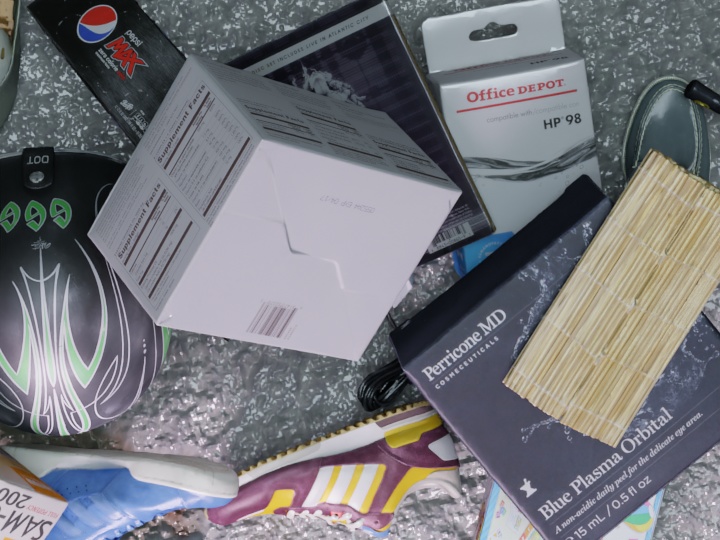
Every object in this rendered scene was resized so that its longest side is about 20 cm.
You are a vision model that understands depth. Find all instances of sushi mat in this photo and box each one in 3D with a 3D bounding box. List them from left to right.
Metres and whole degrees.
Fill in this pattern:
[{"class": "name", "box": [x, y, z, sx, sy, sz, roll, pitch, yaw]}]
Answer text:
[{"class": "sushi mat", "box": [0.191, 0.021, 1.589, 0.095, 0.012, 0.201, 31, 97, -11]}]

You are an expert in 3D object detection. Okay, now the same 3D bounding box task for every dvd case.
[{"class": "dvd case", "box": [-0.006, -0.090, 1.687, 0.148, 0.016, 0.201, -24, 100, 16]}]

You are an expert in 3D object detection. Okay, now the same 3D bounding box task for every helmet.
[{"class": "helmet", "box": [-0.227, 0.023, 1.666, 0.198, 0.200, 0.192, -4, 74, -4]}]

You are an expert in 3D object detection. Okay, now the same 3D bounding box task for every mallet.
[{"class": "mallet", "box": [0.343, -0.095, 1.738, 0.199, 0.066, 0.041, 27, 87, -14]}]

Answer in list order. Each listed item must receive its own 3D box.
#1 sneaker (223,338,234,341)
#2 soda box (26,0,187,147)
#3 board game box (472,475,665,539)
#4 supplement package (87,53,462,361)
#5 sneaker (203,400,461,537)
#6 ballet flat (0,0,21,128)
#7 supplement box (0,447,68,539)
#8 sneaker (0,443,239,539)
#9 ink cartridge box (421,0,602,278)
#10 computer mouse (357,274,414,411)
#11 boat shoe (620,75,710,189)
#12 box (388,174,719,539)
[{"class": "sneaker", "box": [-0.105, -0.052, 1.730, 0.086, 0.078, 0.201, -22, 97, -18]}, {"class": "soda box", "box": [-0.165, -0.145, 1.666, 0.071, 0.063, 0.200, -39, 55, -2]}, {"class": "board game box", "box": [0.147, 0.248, 1.762, 0.133, 0.034, 0.201, 15, 90, -4]}, {"class": "supplement package", "box": [-0.060, -0.040, 1.587, 0.199, 0.111, 0.156, 13, 117, -44]}, {"class": "sneaker", "box": [-0.019, 0.171, 1.730, 0.199, 0.075, 0.091, -22, 87, -2]}, {"class": "ballet flat", "box": [-0.289, -0.200, 1.710, 0.067, 0.064, 0.202, 7, 91, -4]}, {"class": "supplement box", "box": [-0.326, 0.134, 1.650, 0.199, 0.126, 0.074, 35, 88, 20]}, {"class": "sneaker", "box": [-0.187, 0.193, 1.701, 0.198, 0.077, 0.112, 3, 89, 15]}, {"class": "ink cartridge box", "box": [0.117, -0.098, 1.716, 0.115, 0.067, 0.202, -11, 104, -4]}, {"class": "computer mouse", "box": [0.000, 0.000, 1.743, 0.109, 0.044, 0.201, -32, 93, -2]}, {"class": "boat shoe", "box": [0.238, -0.051, 1.748, 0.072, 0.062, 0.202, 7, 91, -5]}, {"class": "box", "box": [0.159, 0.072, 1.663, 0.196, 0.117, 0.200, -40, 100, 4]}]
